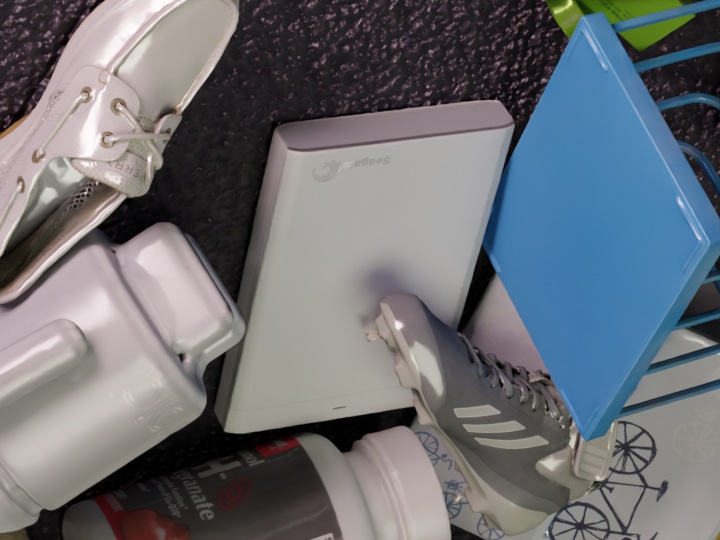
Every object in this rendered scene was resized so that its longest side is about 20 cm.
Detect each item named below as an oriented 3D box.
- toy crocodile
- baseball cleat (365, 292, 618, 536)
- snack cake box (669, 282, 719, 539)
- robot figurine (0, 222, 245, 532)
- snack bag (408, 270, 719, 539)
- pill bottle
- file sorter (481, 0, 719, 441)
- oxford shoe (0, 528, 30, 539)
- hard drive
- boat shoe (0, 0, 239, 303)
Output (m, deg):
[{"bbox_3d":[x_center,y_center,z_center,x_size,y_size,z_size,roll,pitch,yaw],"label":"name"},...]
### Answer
[{"bbox_3d":[0.103,-0.164,1.480,0.067,0.062,0.200,-36,144,23],"label":"toy crocodile"},{"bbox_3d":[0.078,0.064,1.631,0.106,0.070,0.200,-27,138,3],"label":"baseball cleat"},{"bbox_3d":[0.205,0.097,1.789,0.115,0.067,0.200,-13,136,-21],"label":"snack cake box"},{"bbox_3d":[-0.157,0.055,1.496,0.200,0.113,0.170,-33,168,3],"label":"robot figurine"},{"bbox_3d":[0.134,0.097,1.705,0.200,0.021,0.189,24,123,-7],"label":"snack bag"},{"bbox_3d":[-0.056,0.154,1.656,0.200,0.111,0.111,-17,137,-16],"label":"pill bottle"},{"bbox_3d":[0.165,-0.032,1.549,0.123,0.139,0.200,-16,154,-24],"label":"file sorter"},{"bbox_3d":[-0.194,0.184,1.631,0.070,0.075,0.200,-29,139,-3],"label":"oxford shoe"},{"bbox_3d":[0.000,0.000,1.602,0.132,0.026,0.200,-8,135,-24],"label":"hard drive"},{"bbox_3d":[-0.121,-0.062,1.434,0.071,0.069,0.200,25,115,-42],"label":"boat shoe"}]
